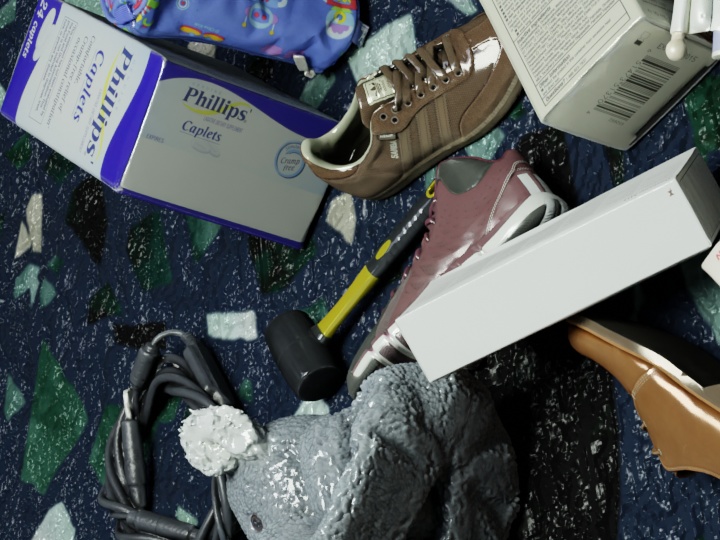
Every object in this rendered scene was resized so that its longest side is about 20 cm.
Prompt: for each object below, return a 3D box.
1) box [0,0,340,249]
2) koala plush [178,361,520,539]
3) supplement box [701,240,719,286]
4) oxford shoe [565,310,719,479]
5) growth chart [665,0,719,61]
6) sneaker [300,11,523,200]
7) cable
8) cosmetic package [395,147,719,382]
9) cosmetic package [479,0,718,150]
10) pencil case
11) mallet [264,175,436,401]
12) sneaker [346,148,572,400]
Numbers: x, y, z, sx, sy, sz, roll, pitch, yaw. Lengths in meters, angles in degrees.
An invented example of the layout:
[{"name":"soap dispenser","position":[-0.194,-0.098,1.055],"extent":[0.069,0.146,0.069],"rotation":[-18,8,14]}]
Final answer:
[{"name":"box","position":[-0.144,-0.114,1.555],"extent":[0.200,0.183,0.105],"rotation":[31,101,49]},{"name":"koala plush","position":[-0.013,0.144,1.349],"extent":[0.199,0.177,0.185],"rotation":[2,68,49]},{"name":"supplement box","position":[0.292,0.015,1.098],"extent":[0.126,0.073,0.200],"rotation":[-56,44,21]},{"name":"oxford shoe","position":[0.184,0.080,1.209],"extent":[0.200,0.071,0.072],"rotation":[37,114,48]},{"name":"growth chart","position":[0.268,-0.166,1.186],"extent":[0.199,0.018,0.146],"rotation":[10,84,32]},{"name":"sneaker","position":[0.040,-0.118,1.429],"extent":[0.200,0.075,0.071],"rotation":[-43,49,32]},{"name":"cable","position":[-0.148,0.154,1.579],"extent":[0.164,0.051,0.200],"rotation":[-54,45,23]},{"name":"cosmetic package","position":[0.124,-0.002,1.249],"extent":[0.199,0.083,0.051],"rotation":[-27,95,25]},{"name":"cosmetic package","position":[0.141,-0.189,1.326],"extent":[0.103,0.087,0.201],"rotation":[-45,49,31]},{"name":"pencil case","position":[-0.095,-0.199,1.522],"extent":[0.078,0.199,0.087],"rotation":[-19,66,54]},{"name":"mallet","position":[0.000,0.000,1.472],"extent":[0.201,0.041,0.066],"rotation":[-56,47,15]},{"name":"sneaker","position":[0.057,-0.002,1.386],"extent":[0.200,0.076,0.116],"rotation":[-43,43,18]}]
